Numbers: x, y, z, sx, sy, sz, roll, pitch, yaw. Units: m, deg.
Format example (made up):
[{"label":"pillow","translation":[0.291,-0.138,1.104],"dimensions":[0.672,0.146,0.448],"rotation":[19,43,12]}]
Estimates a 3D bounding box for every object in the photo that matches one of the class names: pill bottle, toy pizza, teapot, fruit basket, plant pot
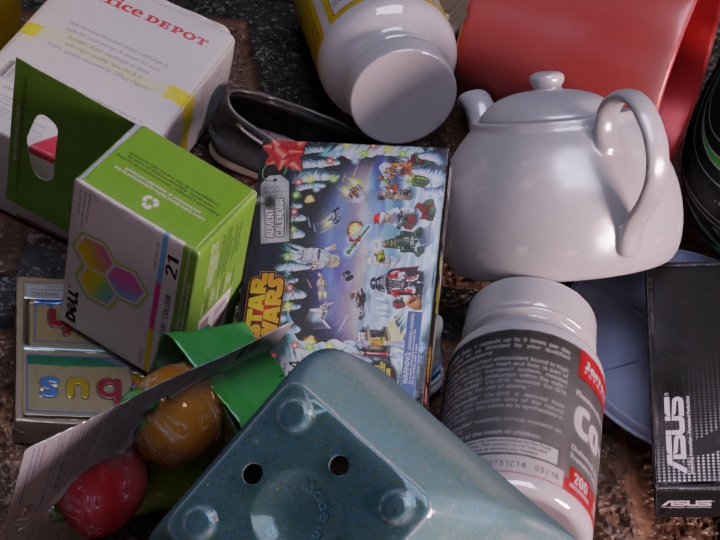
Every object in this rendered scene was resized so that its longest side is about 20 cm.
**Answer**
[{"label":"pill bottle","translation":[0.111,0.107,1.434],"dimensions":[0.114,0.114,0.200],"rotation":[14,47,-2]},{"label":"toy pizza","translation":[0.245,0.065,1.566],"dimensions":[0.199,0.032,0.201],"rotation":[7,49,-8]},{"label":"teapot","translation":[0.147,-0.075,1.537],"dimensions":[0.199,0.147,0.197],"rotation":[-1,10,19]},{"label":"pill bottle","translation":[0.013,-0.190,1.657],"dimensions":[0.112,0.113,0.200],"rotation":[0,36,-14]},{"label":"fruit basket","translation":[-0.145,0.113,1.314],"dimensions":[0.200,0.185,0.094],"rotation":[-21,64,-30]},{"label":"plant pot","translation":[0.181,-0.180,1.676],"dimensions":[0.177,0.201,0.201],"rotation":[19,46,14]},{"label":"plant pot","translation":[-0.011,0.163,1.241],"dimensions":[0.196,0.200,0.196],"rotation":[40,86,21]}]

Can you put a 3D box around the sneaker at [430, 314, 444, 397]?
[{"label":"sneaker","translation":[0.000,0.000,1.524],"dimensions":[0.075,0.087,0.200],"rotation":[-27,58,-31]}]

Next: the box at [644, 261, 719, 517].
[{"label":"box","translation":[0.302,0.081,1.481],"dimensions":[0.192,0.048,0.200],"rotation":[1,52,5]}]

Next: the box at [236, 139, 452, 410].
[{"label":"box","translation":[-0.012,0.006,1.449],"dimensions":[0.136,0.040,0.201],"rotation":[2,65,8]}]

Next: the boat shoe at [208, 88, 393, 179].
[{"label":"boat shoe","translation":[-0.022,-0.089,1.617],"dimensions":[0.199,0.057,0.067],"rotation":[17,46,1]}]

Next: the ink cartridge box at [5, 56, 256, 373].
[{"label":"ink cartridge box","translation":[-0.181,-0.032,1.428],"dimensions":[0.200,0.148,0.076],"rotation":[29,49,13]}]

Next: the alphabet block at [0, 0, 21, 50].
[{"label":"alphabet block","translation":[-0.390,-0.257,1.584],"dimensions":[0.200,0.196,0.196],"rotation":[39,52,22]}]

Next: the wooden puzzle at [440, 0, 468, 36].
[{"label":"wooden puzzle","translation":[0.041,-0.287,1.835],"dimensions":[0.185,0.037,0.200],"rotation":[30,52,12]}]

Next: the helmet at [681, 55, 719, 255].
[{"label":"helmet","translation":[0.349,-0.077,1.612],"dimensions":[0.199,0.200,0.191],"rotation":[9,69,-7]}]

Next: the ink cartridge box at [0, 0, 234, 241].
[{"label":"ink cartridge box","translation":[-0.204,-0.124,1.584],"dimensions":[0.145,0.084,0.200],"rotation":[25,47,9]}]

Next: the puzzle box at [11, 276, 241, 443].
[{"label":"puzzle box","translation":[-0.146,0.066,1.465],"dimensions":[0.199,0.025,0.133],"rotation":[3,49,-13]}]
